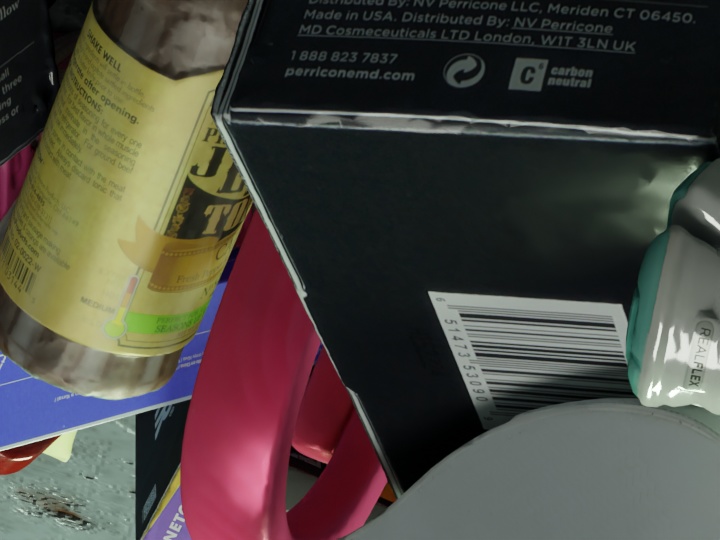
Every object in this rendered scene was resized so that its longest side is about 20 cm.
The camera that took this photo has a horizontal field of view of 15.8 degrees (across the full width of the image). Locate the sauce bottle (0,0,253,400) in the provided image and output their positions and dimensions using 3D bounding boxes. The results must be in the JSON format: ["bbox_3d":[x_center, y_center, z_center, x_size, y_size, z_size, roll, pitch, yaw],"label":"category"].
[{"bbox_3d":[-0.048,-0.057,0.720,0.065,0.065,0.200,20,119,-8],"label":"sauce bottle"}]

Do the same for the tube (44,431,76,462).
[{"bbox_3d":[-0.143,0.041,1.126,0.058,0.052,0.200,59,154,9],"label":"tube"}]

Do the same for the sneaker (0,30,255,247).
[{"bbox_3d":[-0.090,-0.048,0.837,0.088,0.200,0.082,27,123,37],"label":"sneaker"}]

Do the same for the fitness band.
[{"bbox_3d":[0.000,0.000,0.789,0.037,0.201,0.144,18,171,14],"label":"fitness band"}]

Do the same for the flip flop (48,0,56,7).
[{"bbox_3d":[-0.129,-0.141,0.787,0.081,0.058,0.200,-10,140,-17],"label":"flip flop"}]

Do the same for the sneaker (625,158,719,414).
[{"bbox_3d":[0.150,-0.005,0.574,0.091,0.200,0.078,33,138,32],"label":"sneaker"}]

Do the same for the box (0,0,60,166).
[{"bbox_3d":[-0.178,-0.118,0.702,0.148,0.104,0.201,17,131,29],"label":"box"}]

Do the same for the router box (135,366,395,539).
[{"bbox_3d":[-0.003,0.064,0.952,0.157,0.200,0.052,24,109,-13],"label":"router box"}]

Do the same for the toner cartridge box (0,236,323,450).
[{"bbox_3d":[-0.078,0.006,0.871,0.095,0.199,0.043,33,128,48],"label":"toner cartridge box"}]

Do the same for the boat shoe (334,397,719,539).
[{"bbox_3d":[0.040,0.080,0.680,0.056,0.069,0.200,-4,164,-45],"label":"boat shoe"}]

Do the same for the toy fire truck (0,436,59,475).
[{"bbox_3d":[-0.172,0.000,0.935,0.199,0.168,0.112,25,150,-16],"label":"toy fire truck"}]

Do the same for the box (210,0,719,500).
[{"bbox_3d":[0.067,-0.060,0.683,0.123,0.197,0.200,4,149,19],"label":"box"}]
